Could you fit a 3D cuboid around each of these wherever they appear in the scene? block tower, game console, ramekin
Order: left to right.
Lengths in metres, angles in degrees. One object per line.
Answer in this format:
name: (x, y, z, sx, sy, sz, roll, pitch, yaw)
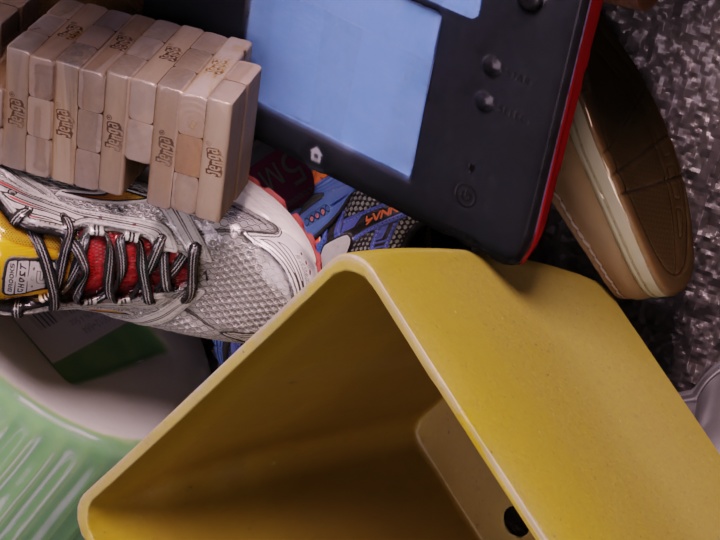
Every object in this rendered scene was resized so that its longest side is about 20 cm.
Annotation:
ramekin: (-0.165, 0.044, 0.840, 0.200, 0.200, 0.098, 44, 114, 1)
block tower: (-0.137, -0.076, 0.700, 0.199, 0.054, 0.058, 16, 123, 10)
game console: (0.000, -0.116, 0.662, 0.200, 0.031, 0.178, 28, 119, 29)

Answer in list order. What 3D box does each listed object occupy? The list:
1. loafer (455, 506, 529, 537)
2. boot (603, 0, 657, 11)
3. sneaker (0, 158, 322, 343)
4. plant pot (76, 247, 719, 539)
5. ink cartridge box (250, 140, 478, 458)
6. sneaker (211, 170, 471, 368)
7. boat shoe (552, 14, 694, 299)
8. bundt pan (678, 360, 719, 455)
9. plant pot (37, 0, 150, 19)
loafer: (0.038, 0.184, 0.875, 0.075, 0.070, 0.200, 30, 121, 4)
boot: (0.057, -0.205, 0.655, 0.155, 0.077, 0.201, 24, 128, 23)
sneaker: (-0.113, -0.006, 0.720, 0.199, 0.082, 0.078, 13, 119, 5)
plant pot: (0.045, 0.107, 0.715, 0.200, 0.176, 0.200, -43, 75, 38)
ink cartridge box: (0.011, 0.019, 0.840, 0.119, 0.042, 0.200, -31, 98, 31)
sneaker: (0.000, 0.000, 0.755, 0.078, 0.075, 0.200, 49, 133, 15)
boat shoe: (0.076, -0.074, 0.757, 0.066, 0.074, 0.201, -25, 89, 33)
bundt pan: (0.203, 0.136, 0.783, 0.201, 0.076, 0.203, 8, 114, 20)
plant pot: (-0.074, -0.134, 0.745, 0.199, 0.028, 0.201, -10, 122, -17)
